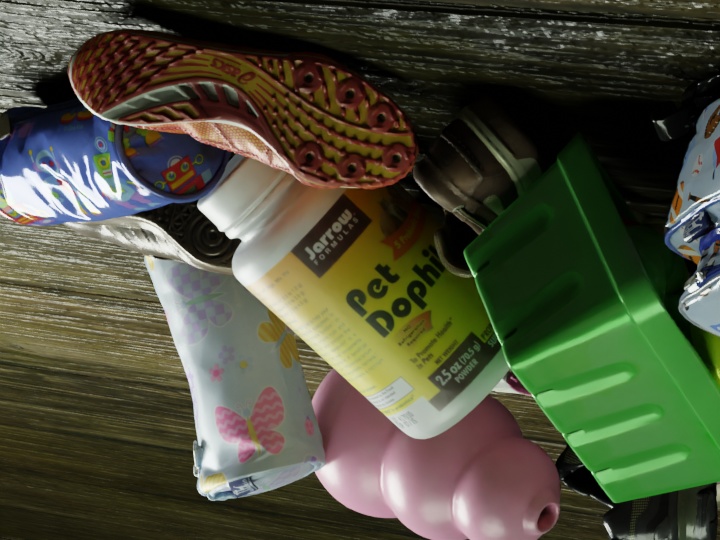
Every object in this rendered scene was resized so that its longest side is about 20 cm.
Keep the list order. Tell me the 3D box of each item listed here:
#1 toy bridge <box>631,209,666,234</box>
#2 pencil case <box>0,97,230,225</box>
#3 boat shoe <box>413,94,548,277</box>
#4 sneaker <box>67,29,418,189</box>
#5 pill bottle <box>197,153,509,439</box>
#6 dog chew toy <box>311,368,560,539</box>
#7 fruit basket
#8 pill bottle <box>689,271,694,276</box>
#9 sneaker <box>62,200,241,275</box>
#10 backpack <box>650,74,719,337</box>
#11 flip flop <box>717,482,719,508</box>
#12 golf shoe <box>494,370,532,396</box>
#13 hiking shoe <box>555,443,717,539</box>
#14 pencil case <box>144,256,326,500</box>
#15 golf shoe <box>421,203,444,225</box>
[{"bbox_3d":[0.219,-0.024,1.371,0.067,0.027,0.200,24,163,-35],"label":"toy bridge"},{"bbox_3d":[-0.161,-0.074,1.450,0.087,0.078,0.200,45,152,-24],"label":"pencil case"},{"bbox_3d":[0.074,-0.030,1.376,0.075,0.075,0.202,47,176,30],"label":"boat shoe"},{"bbox_3d":[-0.063,-0.098,1.332,0.200,0.073,0.077,18,-173,-3],"label":"sneaker"},{"bbox_3d":[0.000,0.000,1.430,0.200,0.109,0.109,42,159,-9],"label":"pill bottle"},{"bbox_3d":[0.056,0.129,1.639,0.200,0.125,0.125,27,177,40],"label":"dog chew toy"},{"bbox_3d":[0.187,0.022,1.301,0.215,0.156,0.216,-10,137,-10],"label":"fruit basket"},{"bbox_3d":[0.243,0.062,1.530,0.200,0.116,0.116,8,165,20],"label":"pill bottle"},{"bbox_3d":[-0.117,-0.038,1.576,0.200,0.071,0.076,18,169,19],"label":"sneaker"},{"bbox_3d":[0.249,-0.029,1.138,0.200,0.154,0.191,18,155,-7],"label":"backpack"},{"bbox_3d":[0.286,0.157,1.593,0.081,0.058,0.200,4,170,-15],"label":"flip flop"},{"bbox_3d":[0.087,0.060,1.752,0.200,0.075,0.092,12,174,17],"label":"golf shoe"},{"bbox_3d":[0.179,0.107,1.622,0.101,0.200,0.076,-9,134,-2],"label":"hiking shoe"},{"bbox_3d":[-0.088,0.057,1.636,0.091,0.200,0.083,-20,167,29],"label":"pencil case"},{"bbox_3d":[0.033,-0.008,1.587,0.097,0.078,0.200,33,165,9],"label":"golf shoe"}]
